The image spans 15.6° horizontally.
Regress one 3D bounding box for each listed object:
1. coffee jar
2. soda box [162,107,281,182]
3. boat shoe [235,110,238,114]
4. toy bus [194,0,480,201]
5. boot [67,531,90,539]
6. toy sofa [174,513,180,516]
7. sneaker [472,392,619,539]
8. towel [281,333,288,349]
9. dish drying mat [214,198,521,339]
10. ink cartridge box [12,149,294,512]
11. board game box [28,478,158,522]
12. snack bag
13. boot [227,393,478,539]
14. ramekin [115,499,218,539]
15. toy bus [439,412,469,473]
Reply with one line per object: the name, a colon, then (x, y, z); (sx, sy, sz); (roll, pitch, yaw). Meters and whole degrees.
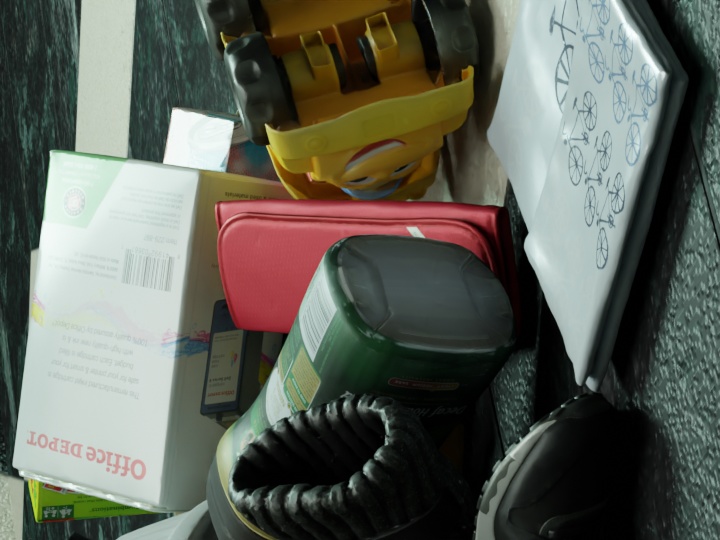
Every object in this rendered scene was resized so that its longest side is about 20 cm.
coffee jar: (-0.005, 0.075, 1.369); (0.200, 0.104, 0.085); (-60, 37, 40)
soda box: (-0.093, 0.002, 1.648); (0.068, 0.064, 0.200); (16, 98, 48)
boat shoe: (-0.063, -0.102, 1.787); (0.071, 0.063, 0.200); (-125, 33, -60)
toy bus: (-0.010, -0.097, 1.480); (0.192, 0.136, 0.200); (82, 170, -45)
boot: (-0.132, 0.276, 1.743); (0.066, 0.200, 0.165); (-72, 4, -59)
toy sofa: (-0.073, 0.177, 1.742); (0.083, 0.098, 0.200); (-64, -38, -48)
sneaker: (0.098, 0.151, 1.246); (0.088, 0.076, 0.200); (39, 129, 28)
towel: (-0.022, 0.015, 1.614); (0.200, 0.049, 0.112); (-86, 6, -50)
dish drying mat: (0.000, 0.000, 1.419); (0.200, 0.018, 0.077); (2, 108, 39)
ink cartridge box: (-0.124, 0.036, 1.570); (0.145, 0.087, 0.200); (9, 91, 44)
board game box: (-0.123, 0.111, 1.790); (0.048, 0.200, 0.102); (-113, 24, -55)
snack bag: (0.099, -0.077, 1.232); (0.200, 0.021, 0.189); (-107, 20, -46)
boot: (-0.025, 0.155, 1.324); (0.158, 0.211, 0.079); (41, -162, -42)
ramekin: (-0.087, 0.228, 1.473); (0.202, 0.094, 0.202); (25, -120, -55)
toy bus: (0.020, 0.099, 1.498); (0.078, 0.065, 0.200); (-129, 38, -66)
